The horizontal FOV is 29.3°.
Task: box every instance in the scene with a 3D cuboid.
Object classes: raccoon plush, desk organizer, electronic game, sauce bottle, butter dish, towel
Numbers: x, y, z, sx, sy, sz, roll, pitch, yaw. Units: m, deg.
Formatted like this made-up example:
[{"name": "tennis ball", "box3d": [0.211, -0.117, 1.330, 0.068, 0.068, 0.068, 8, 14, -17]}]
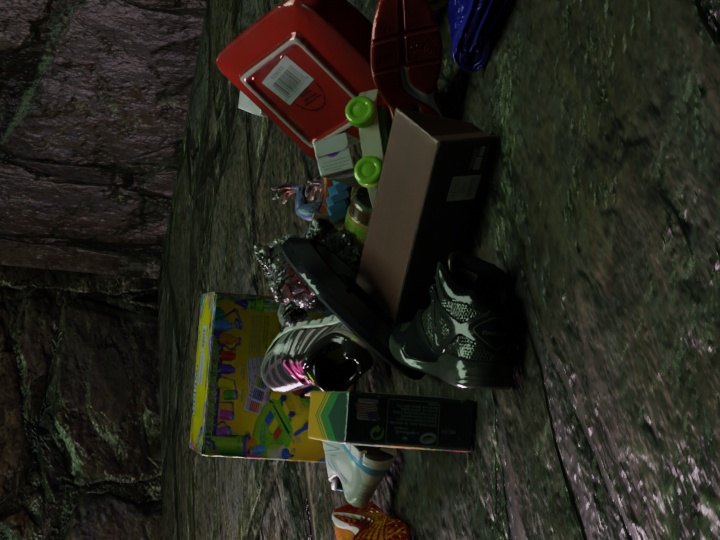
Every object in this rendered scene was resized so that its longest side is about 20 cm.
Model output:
[{"name": "raccoon plush", "box3d": [-0.079, 0.030, 1.579, 0.097, 0.133, 0.201, 47, 134, 24]}, {"name": "desk organizer", "box3d": [0.060, -0.055, 1.343, 0.077, 0.071, 0.202, 44, 131, 42]}, {"name": "electronic game", "box3d": [-0.005, 0.038, 1.420, 0.042, 0.200, 0.200, -46, 22, 6]}, {"name": "sauce bottle", "box3d": [0.000, 0.000, 1.633, 0.065, 0.064, 0.202, -106, 24, -55]}, {"name": "butter dish", "box3d": [-0.038, -0.258, 1.661, 0.199, 0.199, 0.149, -24, 30, 51]}, {"name": "towel", "box3d": [0.107, -0.315, 1.343, 0.148, 0.049, 0.202, 115, 156, -51]}]

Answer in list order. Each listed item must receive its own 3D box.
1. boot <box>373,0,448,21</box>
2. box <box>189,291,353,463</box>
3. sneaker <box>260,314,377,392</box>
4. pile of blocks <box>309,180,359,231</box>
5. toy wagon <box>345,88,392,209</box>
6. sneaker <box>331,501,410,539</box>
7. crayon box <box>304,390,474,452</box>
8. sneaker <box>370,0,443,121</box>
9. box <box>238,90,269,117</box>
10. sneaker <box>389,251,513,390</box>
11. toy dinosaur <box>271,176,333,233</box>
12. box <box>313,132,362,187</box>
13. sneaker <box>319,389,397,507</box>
[{"name": "boot", "box3d": [0.053, -0.279, 1.513, 0.201, 0.073, 0.156, -86, 10, -52]}, {"name": "box", "box3d": [-0.111, 0.136, 1.762, 0.122, 0.190, 0.203, 170, 105, -75]}, {"name": "sneaker", "box3d": [-0.051, 0.106, 1.594, 0.199, 0.074, 0.088, -23, 26, 36]}, {"name": "pile of blocks", "box3d": [-0.014, -0.056, 1.668, 0.062, 0.081, 0.202, -108, 28, -59]}, {"name": "toy wagon", "box3d": [0.028, -0.089, 1.477, 0.155, 0.039, 0.203, 53, -153, -66]}, {"name": "sneaker", "box3d": [0.018, 0.304, 1.475, 0.200, 0.072, 0.078, -150, 46, -80]}, {"name": "crayon box", "box3d": [0.022, 0.148, 1.361, 0.200, 0.125, 0.052, 161, 113, -76]}, {"name": "sneaker", "box3d": [0.044, -0.201, 1.429, 0.116, 0.077, 0.203, -112, 15, -68]}, {"name": "box", "box3d": [-0.072, -0.255, 1.831, 0.200, 0.150, 0.108, -144, 59, -73]}, {"name": "sneaker", "box3d": [0.085, 0.042, 1.256, 0.199, 0.075, 0.116, -174, 91, -73]}, {"name": "toy dinosaur", "box3d": [-0.051, -0.054, 1.824, 0.182, 0.104, 0.201, 54, 128, 39]}, {"name": "box", "box3d": [-0.010, -0.120, 1.528, 0.200, 0.041, 0.039, -1, -102, -79]}, {"name": "sneaker", "box3d": [-0.019, 0.204, 1.587, 0.200, 0.074, 0.088, -120, 47, -68]}]
